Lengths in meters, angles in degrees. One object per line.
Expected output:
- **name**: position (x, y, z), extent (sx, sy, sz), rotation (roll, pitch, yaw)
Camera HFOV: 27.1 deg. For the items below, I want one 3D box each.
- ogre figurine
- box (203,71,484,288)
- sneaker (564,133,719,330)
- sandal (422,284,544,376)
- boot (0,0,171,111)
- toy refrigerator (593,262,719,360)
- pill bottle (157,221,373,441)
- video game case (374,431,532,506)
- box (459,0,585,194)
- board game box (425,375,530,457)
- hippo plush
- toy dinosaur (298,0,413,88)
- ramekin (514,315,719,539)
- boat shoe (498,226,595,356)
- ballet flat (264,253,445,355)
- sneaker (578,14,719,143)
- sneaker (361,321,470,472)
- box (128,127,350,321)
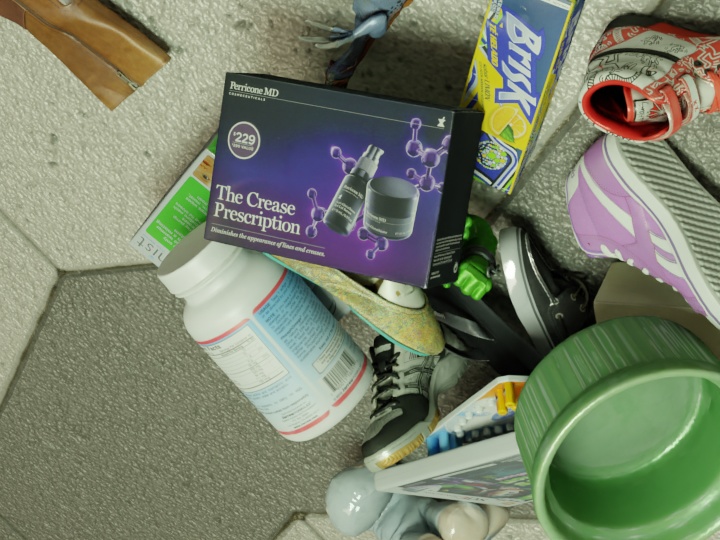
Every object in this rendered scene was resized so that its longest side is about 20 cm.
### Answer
- **ogre figurine**: position (0.048, -0.059, 1.278), extent (0.200, 0.120, 0.098), rotation (26, 102, 17)
- **box**: position (-0.015, -0.075, 1.197), extent (0.200, 0.079, 0.142), rotation (12, 97, 22)
- **sneaker**: position (0.246, -0.018, 1.232), extent (0.201, 0.073, 0.114), rotation (57, 142, 9)
- **sandal**: position (0.099, 0.056, 1.372), extent (0.200, 0.043, 0.076), rotation (40, 160, 29)
- **boot**: position (-0.255, -0.245, 1.337), extent (0.200, 0.069, 0.188), rotation (42, 137, -11)
- **toy refrigerator**: position (0.307, 0.042, 1.270), extent (0.200, 0.070, 0.076), rotation (2, 126, 27)
- **pill bottle**: position (-0.087, 0.050, 1.340), extent (0.109, 0.109, 0.200), rotation (-22, 115, 42)
- **video game case**: position (0.144, 0.191, 1.415), extent (0.182, 0.023, 0.200), rotation (13, 155, -37)
- **box**: position (0.125, -0.162, 1.186), extent (0.064, 0.070, 0.200), rotation (23, 137, 10)
- **board game box**: position (0.181, 0.140, 1.354), extent (0.199, 0.026, 0.200), rotation (4, 157, -17)
- **hippo plush**: position (0.053, 0.251, 1.581), extent (0.159, 0.200, 0.161), rotation (-47, 73, 16)
- **toy dinosaur**: position (0.018, -0.210, 1.200), extent (0.199, 0.105, 0.182), rotation (6, 153, 10)
- **ramekin**: position (0.222, 0.134, 1.219), extent (0.199, 0.098, 0.200), rotation (-7, 123, -11)
- **boat shoe**: position (0.183, 0.039, 1.345), extent (0.066, 0.070, 0.200), rotation (-16, 117, 17)
- **ballet flat**: position (0.000, 0.000, 1.292), extent (0.200, 0.071, 0.071), rotation (34, 138, -3)
- **sneaker**: position (0.262, -0.133, 1.103), extent (0.201, 0.108, 0.067), rotation (10, 133, 22)
- **sneaker**: position (0.032, 0.106, 1.393), extent (0.076, 0.200, 0.088), rotation (-30, 105, 32)
- **box**: position (-0.087, -0.034, 1.413), extent (0.200, 0.097, 0.176), rotation (39, 135, -9)
